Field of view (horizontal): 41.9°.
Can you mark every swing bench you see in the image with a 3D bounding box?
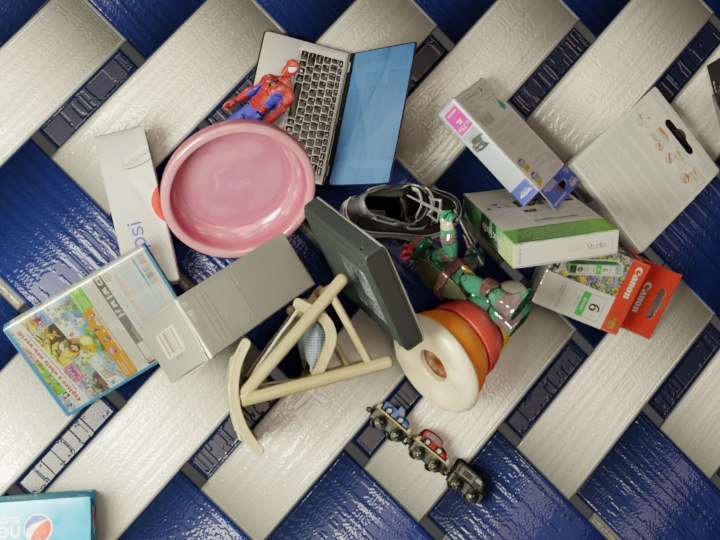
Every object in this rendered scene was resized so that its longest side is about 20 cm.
[{"bbox_3d":[-0.086,0.116,1.155,0.198,0.199,0.131,-31,90,-12],"label":"swing bench"}]

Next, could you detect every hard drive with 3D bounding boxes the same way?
[{"bbox_3d":[0.000,0.000,1.159,0.033,0.200,0.141,-32,120,-11],"label":"hard drive"}]

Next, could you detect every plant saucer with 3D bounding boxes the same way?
[{"bbox_3d":[-0.156,-0.109,1.192,0.196,0.203,0.051,-11,43,-11],"label":"plant saucer"}]

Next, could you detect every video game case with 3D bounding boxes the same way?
[{"bbox_3d":[-0.317,0.075,1.167,0.197,0.018,0.145,-30,117,-3],"label":"video game case"}]

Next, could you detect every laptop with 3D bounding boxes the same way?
[{"bbox_3d":[-0.048,-0.218,1.235,0.195,0.116,0.192,13,82,-8],"label":"laptop"}]

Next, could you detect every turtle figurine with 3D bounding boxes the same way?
[{"bbox_3d":[0.127,-0.006,1.185,0.199,0.149,0.101,41,96,19],"label":"turtle figurine"}]

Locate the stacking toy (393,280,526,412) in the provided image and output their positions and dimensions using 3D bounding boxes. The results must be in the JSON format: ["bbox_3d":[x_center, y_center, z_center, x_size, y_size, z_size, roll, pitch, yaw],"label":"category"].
[{"bbox_3d":[0.153,0.079,1.257,0.199,0.146,0.148,-36,91,-30],"label":"stacking toy"}]

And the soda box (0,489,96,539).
[{"bbox_3d":[-0.425,0.312,1.145,0.195,0.064,0.070,-2,85,-10],"label":"soda box"}]

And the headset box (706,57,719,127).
[{"bbox_3d":[0.608,-0.254,1.373,0.196,0.075,0.152,-14,87,-11],"label":"headset box"}]

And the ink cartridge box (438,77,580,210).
[{"bbox_3d":[0.203,-0.165,1.270,0.200,0.042,0.119,45,37,4],"label":"ink cartridge box"}]

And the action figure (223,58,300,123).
[{"bbox_3d":[-0.148,-0.198,1.231,0.065,0.052,0.201,39,86,24],"label":"action figure"}]

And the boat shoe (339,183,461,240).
[{"bbox_3d":[0.067,-0.083,1.233,0.197,0.067,0.073,-1,72,-36],"label":"boat shoe"}]

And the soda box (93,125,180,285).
[{"bbox_3d":[-0.285,-0.076,1.206,0.067,0.063,0.205,-13,87,-10],"label":"soda box"}]

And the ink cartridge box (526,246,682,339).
[{"bbox_3d":[0.341,0.023,1.294,0.196,0.050,0.111,22,106,-6],"label":"ink cartridge box"}]

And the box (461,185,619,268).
[{"bbox_3d":[0.230,-0.063,1.231,0.141,0.200,0.037,-8,113,-10],"label":"box"}]

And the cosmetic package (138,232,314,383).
[{"bbox_3d":[-0.161,0.043,1.153,0.199,0.106,0.091,-32,90,-43],"label":"cosmetic package"}]

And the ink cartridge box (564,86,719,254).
[{"bbox_3d":[0.402,-0.142,1.350,0.199,0.047,0.161,-40,92,-22],"label":"ink cartridge box"}]

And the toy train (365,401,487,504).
[{"bbox_3d":[0.090,0.238,1.258,0.199,0.034,0.046,39,76,-5],"label":"toy train"}]
